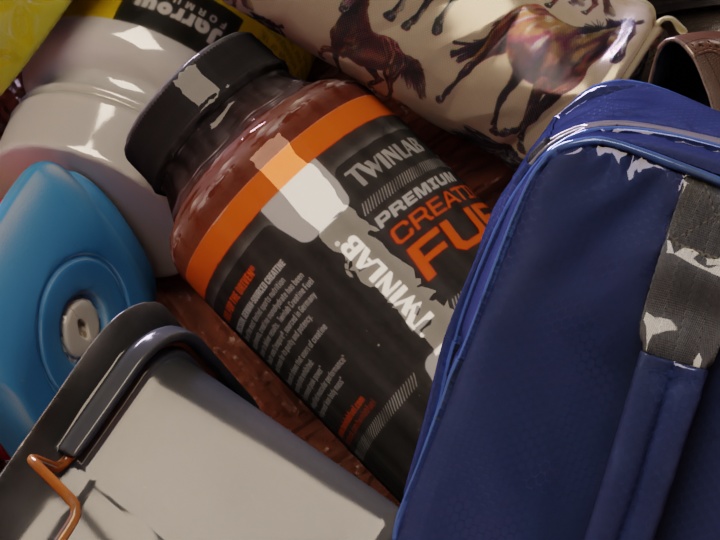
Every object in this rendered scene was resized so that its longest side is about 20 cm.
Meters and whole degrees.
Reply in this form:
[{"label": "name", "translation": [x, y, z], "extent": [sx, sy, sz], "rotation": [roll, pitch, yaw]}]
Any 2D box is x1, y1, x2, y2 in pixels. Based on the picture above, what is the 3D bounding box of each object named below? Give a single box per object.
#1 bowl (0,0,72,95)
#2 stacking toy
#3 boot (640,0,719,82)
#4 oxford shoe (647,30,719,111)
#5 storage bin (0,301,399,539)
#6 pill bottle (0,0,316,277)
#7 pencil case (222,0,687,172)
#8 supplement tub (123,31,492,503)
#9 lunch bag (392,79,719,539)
[{"label": "bowl", "translation": [-0.179, -0.158, 1.253], "extent": [0.200, 0.108, 0.200], "rotation": [-49, 19, 24]}, {"label": "stacking toy", "translation": [-0.193, 0.022, 1.216], "extent": [0.200, 0.116, 0.110], "rotation": [1, 48, 32]}, {"label": "boot", "translation": [0.104, -0.026, 1.167], "extent": [0.200, 0.069, 0.174], "rotation": [-14, 69, 42]}, {"label": "oxford shoe", "translation": [0.116, 0.010, 1.069], "extent": [0.071, 0.073, 0.200], "rotation": [4, 85, 46]}, {"label": "storage bin", "translation": [-0.068, 0.131, 1.054], "extent": [0.134, 0.146, 0.200], "rotation": [27, 75, 27]}, {"label": "pill bottle", "translation": [-0.075, -0.104, 1.250], "extent": [0.114, 0.114, 0.200], "rotation": [11, 60, 22]}, {"label": "pencil case", "translation": [0.022, -0.110, 1.120], "extent": [0.200, 0.078, 0.089], "rotation": [32, 100, 9]}, {"label": "supplement tub", "translation": [0.000, 0.000, 1.123], "extent": [0.107, 0.107, 0.200], "rotation": [-42, 79, -15]}, {"label": "lunch bag", "translation": [0.092, 0.046, 0.975], "extent": [0.136, 0.132, 0.200], "rotation": [19, 104, 7]}]
